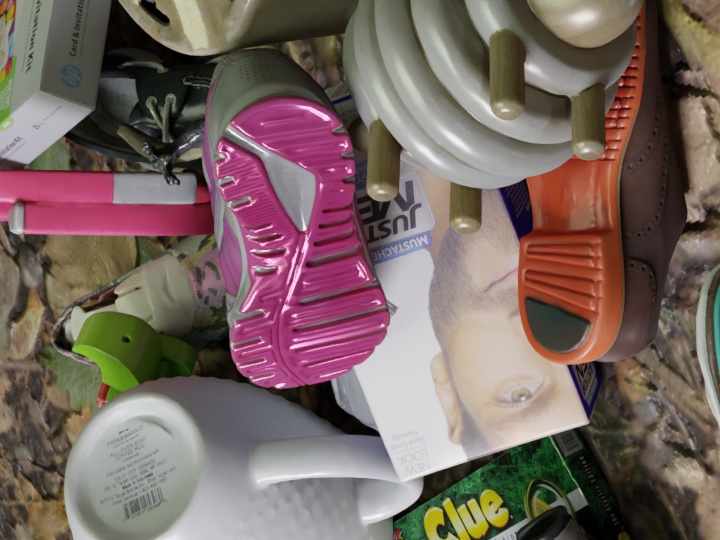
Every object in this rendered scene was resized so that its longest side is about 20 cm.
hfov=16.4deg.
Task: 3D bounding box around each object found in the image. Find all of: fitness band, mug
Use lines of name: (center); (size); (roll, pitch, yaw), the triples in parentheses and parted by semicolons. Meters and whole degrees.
fitness band: (-0.168, -0.040, 1.449); (0.144, 0.199, 0.038); (-175, 87, -66)
mug: (-0.061, 0.127, 1.398); (0.199, 0.175, 0.148); (-14, 67, 23)

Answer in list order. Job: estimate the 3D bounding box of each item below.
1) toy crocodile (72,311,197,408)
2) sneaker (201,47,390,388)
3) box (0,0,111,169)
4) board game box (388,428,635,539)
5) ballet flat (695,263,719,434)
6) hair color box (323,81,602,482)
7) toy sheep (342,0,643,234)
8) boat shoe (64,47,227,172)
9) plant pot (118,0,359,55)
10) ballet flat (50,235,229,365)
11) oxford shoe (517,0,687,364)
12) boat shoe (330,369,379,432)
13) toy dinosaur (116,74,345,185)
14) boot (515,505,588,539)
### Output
toy crocodile: (-0.133, 0.085, 1.536); (0.061, 0.068, 0.200); (14, 160, 11)
sneaker: (-0.033, -0.028, 1.211); (0.088, 0.081, 0.201); (-104, 9, -47)
box: (-0.212, -0.135, 1.530); (0.200, 0.041, 0.157); (-29, 49, 52)
board game box: (0.081, 0.163, 1.401); (0.200, 0.023, 0.105); (-40, 74, 52)
ballet flat: (0.207, 0.092, 1.185); (0.069, 0.069, 0.201); (-35, 80, 52)
hair color box: (0.038, -0.004, 1.279); (0.109, 0.065, 0.201); (-19, 103, 16)
toy sheep: (0.054, -0.097, 1.139); (0.200, 0.138, 0.138); (-28, 86, 43)
boat shoe: (-0.114, -0.090, 1.482); (0.200, 0.060, 0.076); (8, 113, 49)
plant pot: (-0.027, -0.191, 1.224); (0.200, 0.183, 0.201); (27, 127, 41)
ballet flat: (-0.133, 0.024, 1.551); (0.200, 0.071, 0.069); (-25, 77, 52)
oxford shoe: (0.121, -0.055, 1.210); (0.071, 0.072, 0.201); (11, 96, 45)
boat shoe: (0.001, 0.000, 1.376); (0.071, 0.070, 0.202); (14, 122, 38)
toy dinosaur: (-0.068, -0.074, 1.374); (0.199, 0.088, 0.048); (-11, 113, 30)
boot: (0.098, 0.209, 1.333); (0.130, 0.068, 0.200); (37, 130, 0)
